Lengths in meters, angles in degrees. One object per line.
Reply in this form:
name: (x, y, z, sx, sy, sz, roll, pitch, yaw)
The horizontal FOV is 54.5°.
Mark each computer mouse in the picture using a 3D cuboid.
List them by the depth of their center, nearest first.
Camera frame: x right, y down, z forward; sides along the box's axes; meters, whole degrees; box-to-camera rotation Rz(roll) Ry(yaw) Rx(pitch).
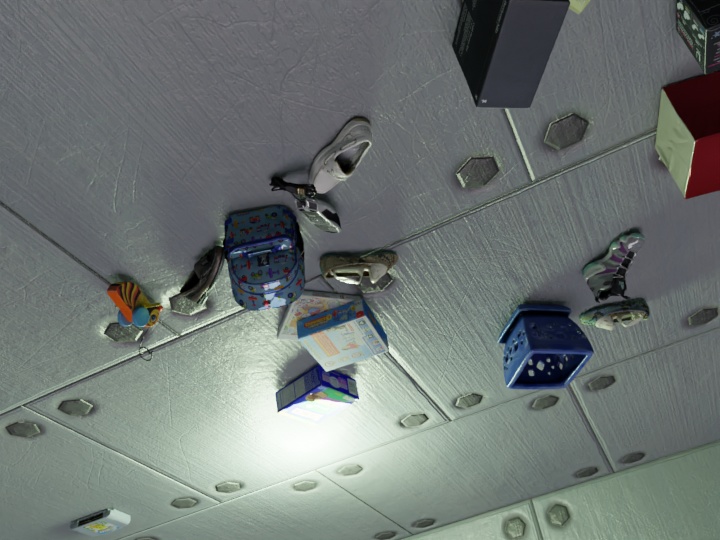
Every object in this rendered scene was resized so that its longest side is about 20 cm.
computer mouse: (-0.103, -0.143, 1.511, 0.108, 0.044, 0.200, 9, 161, 33)

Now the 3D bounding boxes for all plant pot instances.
plant pot: (0.509, 0.209, 1.982, 0.197, 0.182, 0.201, 1, 140, -15)

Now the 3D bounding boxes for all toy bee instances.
toy bee: (-0.535, 0.098, 1.695, 0.129, 0.109, 0.202, 17, 130, 15)

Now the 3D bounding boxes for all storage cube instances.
storage cube: (0.731, -0.282, 1.439, 0.177, 0.173, 0.201, -14, 142, 6)

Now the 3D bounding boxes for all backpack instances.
backpack: (-0.209, -0.020, 1.524, 0.179, 0.202, 0.135, -8, 142, -2)

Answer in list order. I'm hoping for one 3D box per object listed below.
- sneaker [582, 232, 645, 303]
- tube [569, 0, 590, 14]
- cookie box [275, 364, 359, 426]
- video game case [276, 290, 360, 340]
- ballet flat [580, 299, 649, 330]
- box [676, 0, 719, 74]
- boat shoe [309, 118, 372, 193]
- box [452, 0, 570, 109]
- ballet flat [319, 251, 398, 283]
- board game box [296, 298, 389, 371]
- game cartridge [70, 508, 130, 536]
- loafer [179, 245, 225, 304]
sneaker: (0.673, 0.009, 1.804, 0.077, 0.141, 0.201, 13, 137, -26)
tube: (0.410, -0.525, 1.174, 0.058, 0.052, 0.200, 44, 132, 3)
cookie box: (-0.133, 0.384, 2.135, 0.199, 0.076, 0.170, -35, 136, 29)
video game case: (-0.114, 0.127, 1.868, 0.179, 0.023, 0.201, 6, 138, -20)
ballet flat: (0.745, 0.137, 2.038, 0.197, 0.075, 0.075, -16, 141, 7)
box: (0.682, -0.464, 1.237, 0.197, 0.134, 0.115, -20, 144, 12)
boat shoe: (-0.043, -0.218, 1.424, 0.070, 0.070, 0.200, 13, 137, -31)
box: (0.242, -0.406, 1.167, 0.102, 0.184, 0.201, -1, 141, -11)
ballet flat: (0.000, 0.000, 1.695, 0.197, 0.076, 0.068, -2, 140, -11)
board game box: (-0.045, 0.178, 1.883, 0.193, 0.056, 0.201, -19, 141, 11)
game cartridge: (-0.996, 0.975, 2.696, 0.198, 0.041, 0.133, -23, 143, 15)
loafer: (-0.370, 0.012, 1.635, 0.062, 0.073, 0.201, 16, 137, -21)
